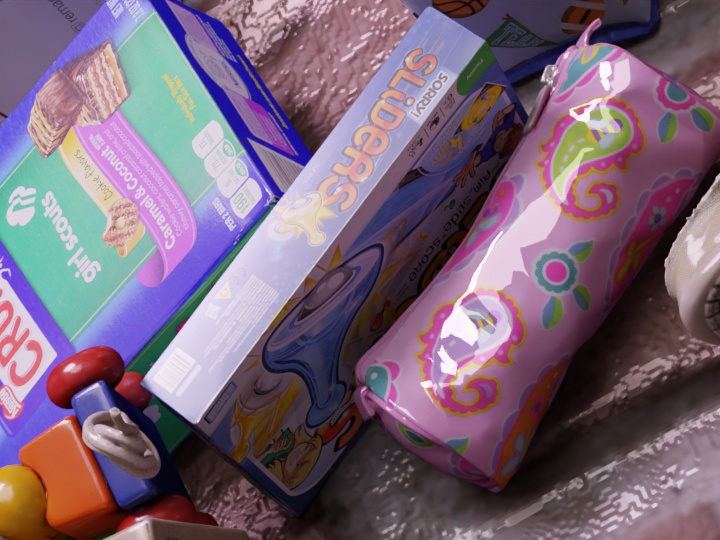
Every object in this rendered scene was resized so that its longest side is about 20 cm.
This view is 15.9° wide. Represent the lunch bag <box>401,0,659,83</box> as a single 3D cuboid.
[{"bbox_3d":[0.057,-0.215,1.189,0.123,0.170,0.201,-19,54,16],"label":"lunch bag"}]

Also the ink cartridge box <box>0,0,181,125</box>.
[{"bbox_3d":[-0.206,-0.121,1.302,0.199,0.146,0.085,-29,53,13],"label":"ink cartridge box"}]

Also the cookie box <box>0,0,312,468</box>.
[{"bbox_3d":[-0.116,-0.006,1.199,0.200,0.075,0.171,-48,49,16],"label":"cookie box"}]

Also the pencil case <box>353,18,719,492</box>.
[{"bbox_3d":[0.077,-0.005,1.104,0.087,0.087,0.201,27,81,38],"label":"pencil case"}]

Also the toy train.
[{"bbox_3d":[-0.133,0.091,1.034,0.115,0.200,0.085,-28,78,-1],"label":"toy train"}]

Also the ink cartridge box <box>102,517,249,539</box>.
[{"bbox_3d":[-0.119,0.209,1.011,0.199,0.075,0.166,-26,69,27],"label":"ink cartridge box"}]

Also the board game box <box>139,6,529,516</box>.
[{"bbox_3d":[0.000,0.000,1.114,0.034,0.135,0.200,33,82,27],"label":"board game box"}]

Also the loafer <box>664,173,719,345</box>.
[{"bbox_3d":[0.187,-0.054,1.084,0.068,0.076,0.200,27,68,40],"label":"loafer"}]
